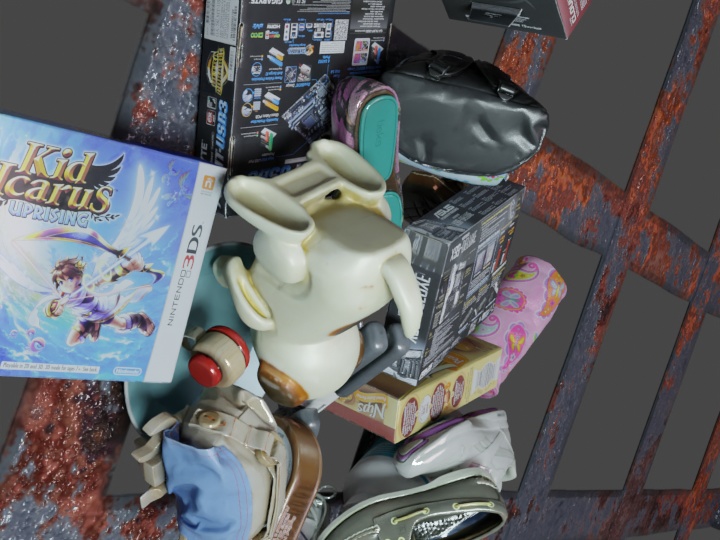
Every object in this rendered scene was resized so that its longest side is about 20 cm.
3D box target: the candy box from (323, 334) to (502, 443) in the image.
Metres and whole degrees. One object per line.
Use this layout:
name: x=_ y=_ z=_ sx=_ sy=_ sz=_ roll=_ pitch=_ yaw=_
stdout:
candy box: x=0.056 y=0.117 z=1.130 sx=0.200 sy=0.115 sz=0.056 roll=-18 pitch=120 yaw=-48

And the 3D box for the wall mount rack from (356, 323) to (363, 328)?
wall mount rack: x=0.000 y=0.000 z=1.039 sx=0.200 sy=0.074 sz=0.175 roll=61 pitch=34 yaw=-49

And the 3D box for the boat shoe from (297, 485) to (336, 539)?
boat shoe: x=-0.060 y=0.264 z=1.083 sx=0.086 sy=0.074 sz=0.202 roll=-62 pitch=151 yaw=-20

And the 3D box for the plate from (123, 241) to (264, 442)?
plate: x=-0.141 y=0.068 z=0.921 sx=0.200 sy=0.025 sz=0.201 roll=-28 pitch=127 yaw=-44

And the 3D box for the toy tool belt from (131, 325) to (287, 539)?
toy tool belt: x=-0.131 y=0.159 z=0.854 sx=0.123 sy=0.124 sz=0.201 roll=-44 pitch=138 yaw=-43

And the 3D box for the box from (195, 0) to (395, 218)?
box: x=-0.056 y=-0.160 z=0.900 sx=0.199 sy=0.050 sz=0.200 roll=-17 pitch=122 yaw=-48

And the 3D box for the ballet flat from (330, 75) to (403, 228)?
ballet flat: x=0.000 y=-0.081 z=0.916 sx=0.069 sy=0.071 sz=0.201 roll=-17 pitch=124 yaw=-27

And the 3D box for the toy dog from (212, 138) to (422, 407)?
toy dog: x=-0.032 y=0.020 z=0.861 sx=0.139 sy=0.193 sz=0.201 roll=-42 pitch=158 yaw=-45

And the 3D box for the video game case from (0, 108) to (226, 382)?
video game case: x=-0.208 y=-0.011 z=0.752 sx=0.199 sy=0.045 sz=0.182 roll=9 pitch=98 yaw=-47

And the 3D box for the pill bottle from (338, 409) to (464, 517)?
pill bottle: x=0.052 y=0.240 z=1.162 sx=0.200 sy=0.110 sz=0.111 roll=-37 pitch=135 yaw=-53

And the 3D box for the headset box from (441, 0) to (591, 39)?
headset box: x=0.178 y=-0.329 z=1.045 sx=0.200 sy=0.148 sz=0.075 roll=-56 pitch=143 yaw=-20

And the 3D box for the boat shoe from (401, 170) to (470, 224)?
boat shoe: x=0.100 y=-0.074 z=1.142 sx=0.200 sy=0.075 sz=0.074 roll=39 pitch=69 yaw=-62

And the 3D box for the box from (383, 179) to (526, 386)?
box: x=0.095 y=0.004 z=1.032 sx=0.200 sy=0.050 sz=0.159 roll=-35 pitch=142 yaw=-53

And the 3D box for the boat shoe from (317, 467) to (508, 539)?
boat shoe: x=0.051 y=0.264 z=1.030 sx=0.201 sy=0.060 sz=0.072 roll=-21 pitch=121 yaw=-5

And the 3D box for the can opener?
can opener: x=-0.021 y=0.120 z=0.992 sx=0.053 sy=0.200 sz=0.067 roll=7 pitch=58 yaw=-34

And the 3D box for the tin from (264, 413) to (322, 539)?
tin: x=-0.108 y=0.234 z=0.974 sx=0.042 sy=0.112 sz=0.201 roll=28 pitch=83 yaw=-43

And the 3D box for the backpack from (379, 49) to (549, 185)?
backpack: x=0.094 y=-0.154 z=1.002 sx=0.200 sy=0.162 sz=0.154 roll=-79 pitch=-177 yaw=-59

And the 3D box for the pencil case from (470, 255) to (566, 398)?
pencil case: x=0.188 y=0.074 z=1.320 sx=0.200 sy=0.087 sz=0.088 roll=-52 pitch=141 yaw=-22

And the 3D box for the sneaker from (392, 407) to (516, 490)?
sneaker: x=0.114 y=0.207 z=1.101 sx=0.199 sy=0.075 sz=0.100 roll=-3 pitch=72 yaw=-51
